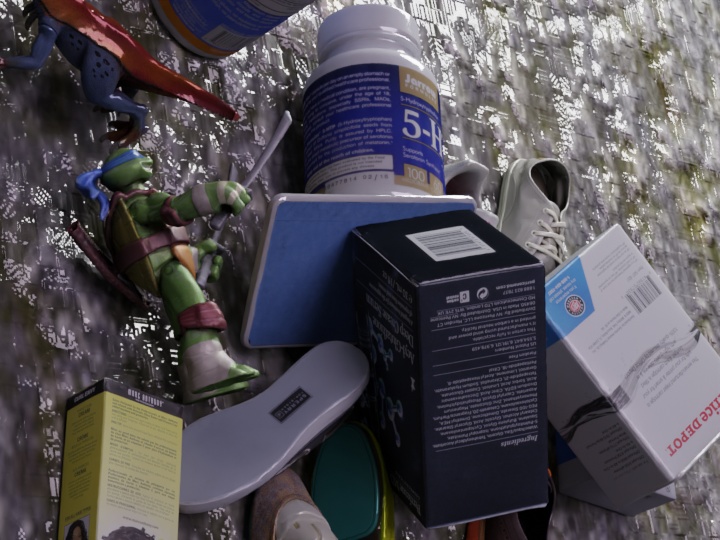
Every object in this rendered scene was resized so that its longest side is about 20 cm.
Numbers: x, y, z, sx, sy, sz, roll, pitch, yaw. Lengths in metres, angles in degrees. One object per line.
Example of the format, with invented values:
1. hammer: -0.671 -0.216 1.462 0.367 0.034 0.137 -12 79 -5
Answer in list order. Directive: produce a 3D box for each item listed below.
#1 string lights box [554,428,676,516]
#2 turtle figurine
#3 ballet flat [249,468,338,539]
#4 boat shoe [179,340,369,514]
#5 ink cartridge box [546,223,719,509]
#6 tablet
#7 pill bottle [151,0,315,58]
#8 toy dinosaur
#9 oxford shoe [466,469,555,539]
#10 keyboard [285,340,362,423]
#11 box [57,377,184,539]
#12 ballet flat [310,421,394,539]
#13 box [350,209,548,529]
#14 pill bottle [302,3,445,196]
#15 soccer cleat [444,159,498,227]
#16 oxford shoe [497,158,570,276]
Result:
1. string lights box: 0.230 0.115 1.857 0.102 0.059 0.201 22 54 -38
2. turtle figurine: -0.105 -0.010 1.503 0.199 0.144 0.195 -8 79 -45
3. ballet flat: -0.045 0.230 1.490 0.068 0.067 0.201 27 51 -36
4. boat shoe: -0.073 0.127 1.514 0.070 0.066 0.200 38 57 20
5. ink cartridge box: 0.226 0.084 1.766 0.200 0.084 0.145 53 49 1
6. tablet: 0.000 0.000 1.605 0.199 0.014 0.131 -1 114 -34
7. pill bottle: -0.072 -0.262 1.631 0.112 0.200 0.113 25 52 -36
8. toy dinosaur: -0.206 -0.189 1.497 0.105 0.199 0.182 -91 167 -50
9. oxford shoe: 0.138 0.172 1.715 0.071 0.072 0.201 27 51 -34
10. keyboard: 0.034 0.090 1.666 0.200 0.021 0.127 49 57 -16
11. box: -0.168 0.181 1.399 0.075 0.050 0.201 23 53 -37
12. ballet flat: 0.001 0.220 1.559 0.067 0.066 0.201 36 45 -58
13. box: 0.069 0.073 1.557 0.106 0.148 0.201 -10 110 -17
14. pill bottle: 0.010 -0.119 1.704 0.119 0.119 0.201 21 55 -39
15. soccer cleat: 0.084 -0.005 1.745 0.070 0.086 0.201 17 57 -40
16. oxford shoe: 0.162 -0.026 1.865 0.075 0.058 0.201 33 49 -34
